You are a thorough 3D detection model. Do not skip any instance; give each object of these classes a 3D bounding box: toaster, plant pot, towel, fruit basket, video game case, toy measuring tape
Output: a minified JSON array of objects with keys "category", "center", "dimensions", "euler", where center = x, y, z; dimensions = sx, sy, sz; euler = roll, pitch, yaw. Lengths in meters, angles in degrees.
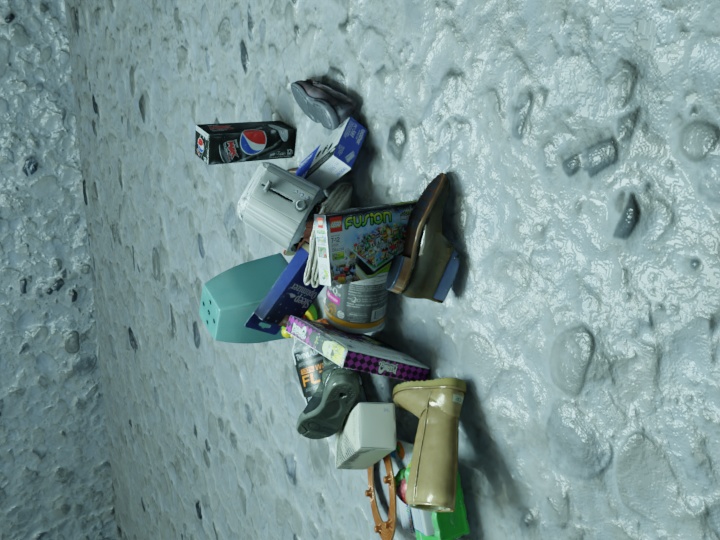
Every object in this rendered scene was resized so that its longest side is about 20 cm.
[{"category":"toaster","center":[-0.147,-0.114,1.246],"dimensions":[0.115,0.128,0.200],"euler":[-60,4,-11]},{"category":"plant pot","center":[-0.245,0.072,1.517],"dimensions":[0.141,0.198,0.143],"euler":[48,135,35]},{"category":"towel","center":[-0.058,-0.068,1.240],"dimensions":[0.034,0.200,0.134],"euler":[16,118,6]},{"category":"fruit basket","center":[0.102,0.398,1.208],"dimensions":[0.199,0.093,0.188],"euler":[-7,94,59]},{"category":"video game case","center":[-0.005,0.138,1.197],"dimensions":[0.180,0.199,0.036],"euler":[24,94,49]},{"category":"toy measuring tape","center":[-0.108,0.070,1.454],"dimensions":[0.074,0.073,0.201],"euler":[50,119,34]}]

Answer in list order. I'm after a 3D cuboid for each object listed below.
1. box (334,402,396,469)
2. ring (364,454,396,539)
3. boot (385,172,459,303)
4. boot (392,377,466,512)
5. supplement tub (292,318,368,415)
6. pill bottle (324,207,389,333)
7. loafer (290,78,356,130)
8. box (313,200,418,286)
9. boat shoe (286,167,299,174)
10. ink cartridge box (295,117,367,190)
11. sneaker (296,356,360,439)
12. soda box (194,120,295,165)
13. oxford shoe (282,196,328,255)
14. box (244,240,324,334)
[{"category":"box","center":[0.006,0.302,1.235],"dimensions":[0.200,0.067,0.083],"euler":[117,155,-60]},{"category":"ring","center":[0.034,0.413,1.308],"dimensions":[0.200,0.019,0.204],"euler":[179,90,-77]},{"category":"boot","center":[0.120,-0.047,1.087],"dimensions":[0.202,0.096,0.075],"euler":[-66,14,5]},{"category":"boot","center":[0.098,0.283,1.119],"dimensions":[0.175,0.066,0.203],"euler":[-27,46,54]},{"category":"supplement tub","center":[-0.064,0.201,1.362],"dimensions":[0.122,0.121,0.203],"euler":[-29,76,54]},{"category":"pill bottle","center":[0.000,0.000,1.216],"dimensions":[0.116,0.115,0.203],"euler":[35,127,45]},{"category":"loafer","center":[-0.070,-0.317,1.288],"dimensions":[0.200,0.063,0.072],"euler":[47,164,51]},{"category":"box","center":[0.020,-0.047,1.100],"dimensions":[0.035,0.198,0.112],"euler":[9,108,53]},{"category":"boat shoe","center":[-0.168,-0.171,1.452],"dimensions":[0.199,0.070,0.071],"euler":[-15,87,54]},{"category":"ink cartridge box","center":[-0.067,-0.196,1.278],"dimensions":[0.199,0.044,0.095],"euler":[-29,35,55]},{"category":"sneaker","center":[-0.054,0.225,1.259],"dimensions":[0.115,0.075,0.200],"euler":[-80,16,-51]},{"category":"soda box","center":[-0.234,-0.263,1.403],"dimensions":[0.071,0.198,0.064],"euler":[37,128,43]},{"category":"oxford shoe","center":[-0.121,-0.107,1.403],"dimensions":[0.200,0.070,0.075],"euler":[-45,56,48]},{"category":"box","center":[-0.130,0.045,1.332],"dimensions":[0.032,0.121,0.201],"euler":[39,96,28]}]
